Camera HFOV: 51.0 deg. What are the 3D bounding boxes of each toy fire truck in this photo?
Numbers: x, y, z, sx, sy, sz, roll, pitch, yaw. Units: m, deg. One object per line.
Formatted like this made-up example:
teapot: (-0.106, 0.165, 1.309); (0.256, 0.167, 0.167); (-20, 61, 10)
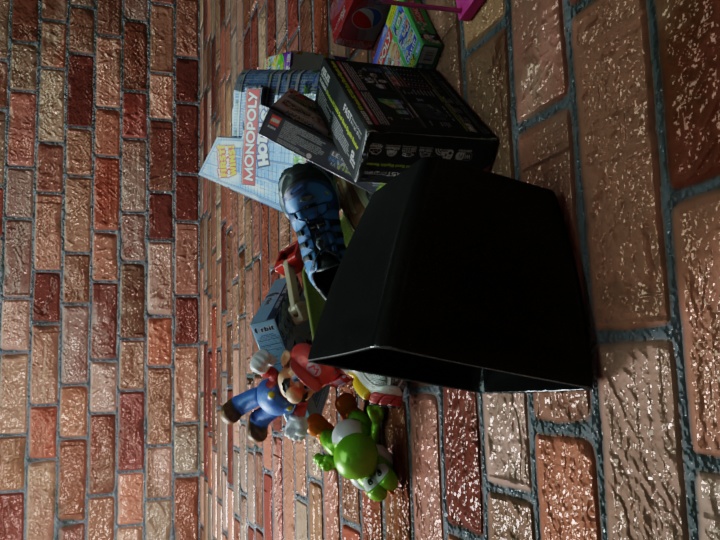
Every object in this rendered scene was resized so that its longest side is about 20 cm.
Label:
toy fire truck: (-0.069, 0.065, 1.156); (0.049, 0.141, 0.201); (-30, 43, 29)

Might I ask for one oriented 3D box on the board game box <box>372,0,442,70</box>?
board game box: (0.048, -0.256, 1.023); (0.201, 0.029, 0.135); (111, 151, -44)

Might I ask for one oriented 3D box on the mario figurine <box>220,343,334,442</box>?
mario figurine: (-0.117, 0.180, 1.065); (0.200, 0.123, 0.106); (-41, 56, 31)

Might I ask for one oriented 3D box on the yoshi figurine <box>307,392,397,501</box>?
yoshi figurine: (-0.013, 0.239, 1.059); (0.200, 0.111, 0.113); (38, 118, 61)

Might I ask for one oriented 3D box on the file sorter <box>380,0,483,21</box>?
file sorter: (0.078, -0.399, 0.802); (0.139, 0.125, 0.201); (135, 133, -63)

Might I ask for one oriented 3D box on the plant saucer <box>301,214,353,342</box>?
plant saucer: (0.000, 0.000, 1.029); (0.200, 0.048, 0.201); (-51, 32, 27)

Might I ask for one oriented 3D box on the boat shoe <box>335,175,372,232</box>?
boat shoe: (-0.003, -0.100, 0.982); (0.074, 0.075, 0.200); (-56, 29, 23)

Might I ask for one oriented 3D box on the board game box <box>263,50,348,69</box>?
board game box: (-0.104, -0.326, 1.338); (0.200, 0.104, 0.104); (-151, 64, -67)

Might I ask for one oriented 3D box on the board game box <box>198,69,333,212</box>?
board game box: (-0.132, -0.177, 1.041); (0.199, 0.062, 0.201); (9, 101, 31)

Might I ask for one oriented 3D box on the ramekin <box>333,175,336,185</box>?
ramekin: (-0.085, -0.204, 1.155); (0.200, 0.199, 0.098); (-117, 41, -52)

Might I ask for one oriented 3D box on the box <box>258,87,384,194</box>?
box: (-0.014, -0.145, 0.898); (0.035, 0.199, 0.110); (-60, 5, 26)

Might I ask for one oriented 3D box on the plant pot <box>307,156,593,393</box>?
plant pot: (0.082, 0.009, 0.697); (0.200, 0.198, 0.179); (156, 124, -69)

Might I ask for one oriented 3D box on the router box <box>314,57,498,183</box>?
router box: (0.044, -0.169, 0.851); (0.200, 0.149, 0.062); (-114, 31, -50)

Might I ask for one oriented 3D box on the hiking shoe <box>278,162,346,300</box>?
hiking shoe: (-0.046, -0.045, 0.939); (0.201, 0.074, 0.087); (73, 172, -46)

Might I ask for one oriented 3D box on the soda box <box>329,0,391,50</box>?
soda box: (0.014, -0.407, 1.073); (0.200, 0.063, 0.070); (129, 137, -59)

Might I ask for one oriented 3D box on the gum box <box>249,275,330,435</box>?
gum box: (-0.105, 0.133, 1.202); (0.170, 0.044, 0.201); (-72, -33, -67)

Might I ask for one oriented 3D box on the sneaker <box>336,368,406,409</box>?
sneaker: (0.017, 0.115, 1.045); (0.200, 0.077, 0.083); (37, 111, 61)
